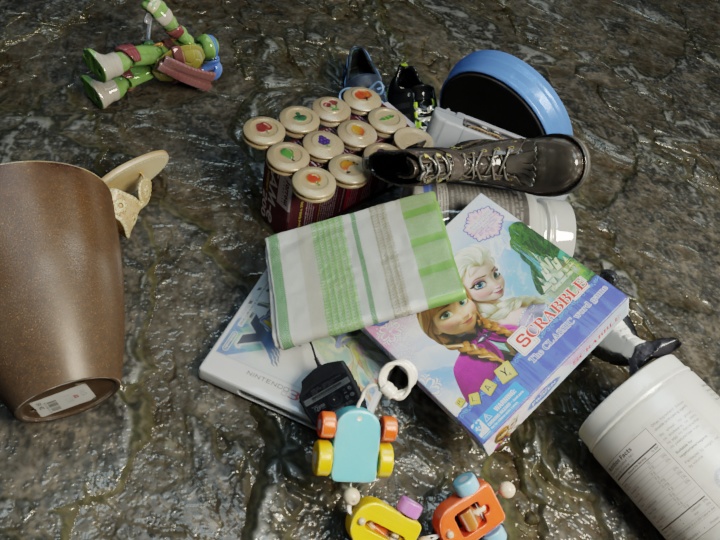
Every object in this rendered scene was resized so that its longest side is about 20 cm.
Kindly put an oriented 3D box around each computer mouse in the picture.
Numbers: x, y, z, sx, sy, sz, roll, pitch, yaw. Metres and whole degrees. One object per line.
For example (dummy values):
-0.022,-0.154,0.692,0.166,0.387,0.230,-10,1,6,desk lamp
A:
-0.044,0.095,0.727,0.058,0.034,0.200,-27,51,-1,computer mouse

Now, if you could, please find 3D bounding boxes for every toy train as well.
0.041,0.184,0.645,0.150,0.056,0.200,-34,98,-13,toy train

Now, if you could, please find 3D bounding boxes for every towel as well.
0.000,0.000,0.749,0.199,0.031,0.150,-15,54,5,towel

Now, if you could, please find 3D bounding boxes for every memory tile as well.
-0.024,-0.156,0.841,0.200,0.017,0.153,-26,59,-30,memory tile

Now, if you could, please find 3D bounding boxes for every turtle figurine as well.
-0.311,-0.329,1.000,0.194,0.201,0.144,-38,31,-31,turtle figurine

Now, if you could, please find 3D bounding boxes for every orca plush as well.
0.291,0.060,0.799,0.071,0.106,0.200,24,1,-20,orca plush

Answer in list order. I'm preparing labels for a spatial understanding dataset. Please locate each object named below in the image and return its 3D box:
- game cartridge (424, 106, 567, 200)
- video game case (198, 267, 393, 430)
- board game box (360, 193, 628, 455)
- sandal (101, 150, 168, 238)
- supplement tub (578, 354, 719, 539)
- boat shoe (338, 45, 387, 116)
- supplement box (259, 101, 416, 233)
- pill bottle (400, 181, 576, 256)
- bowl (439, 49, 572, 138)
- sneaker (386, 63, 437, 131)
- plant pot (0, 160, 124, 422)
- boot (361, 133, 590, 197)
0.166,-0.119,0.911,0.199,0.133,0.042,20,40,-1,game cartridge
-0.048,0.073,0.775,0.182,0.022,0.200,22,48,8,video game case
0.126,0.045,0.721,0.200,0.041,0.199,-43,56,-8,board game box
-0.299,-0.060,0.822,0.211,0.078,0.070,-33,82,-27,sandal
0.323,0.195,0.671,0.132,0.132,0.200,-21,56,-27,supplement tub
-0.002,-0.259,1.040,0.084,0.069,0.200,-15,48,-5,boat shoe
-0.029,-0.128,0.899,0.200,0.109,0.061,-29,61,-33,supplement box
0.149,-0.048,0.861,0.199,0.114,0.114,6,48,-6,pill bottle
0.188,-0.195,0.947,0.200,0.201,0.039,38,68,21,bowl
0.079,-0.227,1.025,0.071,0.083,0.200,-8,51,-18,sneaker
-0.303,0.033,0.672,0.186,0.187,0.201,-16,69,-24,plant pot
0.120,-0.109,0.759,0.174,0.070,0.200,-10,13,-39,boot
